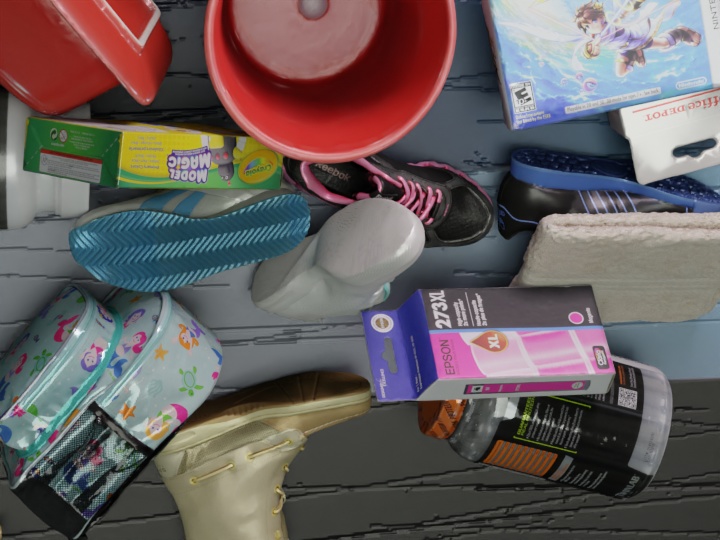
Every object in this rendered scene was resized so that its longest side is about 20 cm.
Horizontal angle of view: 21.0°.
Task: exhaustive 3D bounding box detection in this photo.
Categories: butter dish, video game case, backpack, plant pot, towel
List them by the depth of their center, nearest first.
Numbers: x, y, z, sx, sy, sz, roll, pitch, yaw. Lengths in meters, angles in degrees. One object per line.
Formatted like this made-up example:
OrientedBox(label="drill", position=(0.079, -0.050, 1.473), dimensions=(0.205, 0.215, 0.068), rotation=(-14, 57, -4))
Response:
OrientedBox(label="butter dish", position=(-0.258, -0.195, 1.524), dimensions=(0.148, 0.200, 0.200), rotation=(-34, 106, 13))
OrientedBox(label="plant pot", position=(-0.033, -0.201, 1.553), dimensions=(0.200, 0.177, 0.201), rotation=(-2, 106, -8))
OrientedBox(label="video game case", position=(0.200, -0.223, 1.585), dimensions=(0.200, 0.045, 0.182), rotation=(-12, 104, 0))
OrientedBox(label="backpack", position=(-0.214, 0.098, 1.607), dimensions=(0.200, 0.178, 0.151), rotation=(-41, 111, -1))
OrientedBox(label="towel", position=(0.230, -0.004, 1.675), dimensions=(0.200, 0.035, 0.133), rotation=(1, 143, -16))

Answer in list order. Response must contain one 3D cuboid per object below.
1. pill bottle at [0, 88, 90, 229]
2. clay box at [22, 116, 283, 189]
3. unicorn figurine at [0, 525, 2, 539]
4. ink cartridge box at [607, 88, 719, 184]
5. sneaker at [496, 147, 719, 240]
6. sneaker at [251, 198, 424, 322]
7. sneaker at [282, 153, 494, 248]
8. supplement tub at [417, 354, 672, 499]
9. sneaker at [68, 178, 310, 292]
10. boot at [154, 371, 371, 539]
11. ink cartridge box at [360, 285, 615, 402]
OrientedBox(label="pill bottle", position=(-0.320, -0.090, 1.574), dimensions=(0.200, 0.116, 0.116), rotation=(0, 104, -9))
OrientedBox(label="clay box", position=(-0.150, -0.091, 1.527), dimensions=(0.200, 0.115, 0.048), rotation=(-1, 99, -48))
OrientedBox(label="unicorn figurine", position=(-0.386, 0.243, 1.668), dimensions=(0.137, 0.074, 0.200), rotation=(-31, 112, 11))
OrientedBox(label="ink cartridge box", position=(0.261, -0.186, 1.658), dimensions=(0.117, 0.067, 0.200), rotation=(-15, 105, -2))
OrientedBox(label="sneaker", position=(0.215, -0.051, 1.691), dimensions=(0.200, 0.070, 0.078), rotation=(10, 114, -9))
OrientedBox(label="sneaker", position=(0.000, 0.000, 1.626), dimensions=(0.088, 0.200, 0.075), rotation=(30, 60, -30))
OrientedBox(label="sneaker", position=(0.024, -0.064, 1.642), dimensions=(0.200, 0.095, 0.079), rotation=(18, 98, -13))
OrientedBox(label="supplement tub", position=(0.159, 0.120, 1.692), dimensions=(0.200, 0.123, 0.123), rotation=(16, 101, -12))
OrientedBox(label="sneaker", position=(-0.147, -0.038, 1.610), dimensions=(0.200, 0.081, 0.077), rotation=(-9, 120, -23))
OrientedBox(label="boot", position=(-0.072, 0.181, 1.700), dimensions=(0.200, 0.073, 0.156), rotation=(-16, 105, -2))
OrientedBox(label="ink cartridge box", position=(0.106, 0.060, 1.620), dimensions=(0.200, 0.095, 0.037), rotation=(-3, 142, -10))
